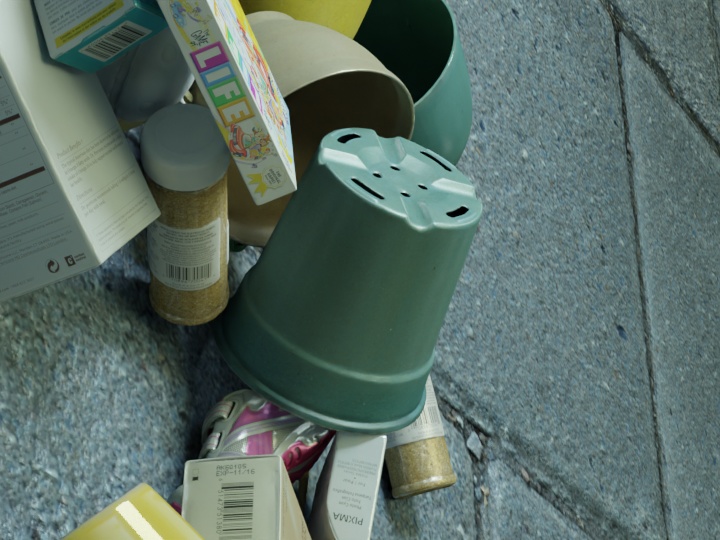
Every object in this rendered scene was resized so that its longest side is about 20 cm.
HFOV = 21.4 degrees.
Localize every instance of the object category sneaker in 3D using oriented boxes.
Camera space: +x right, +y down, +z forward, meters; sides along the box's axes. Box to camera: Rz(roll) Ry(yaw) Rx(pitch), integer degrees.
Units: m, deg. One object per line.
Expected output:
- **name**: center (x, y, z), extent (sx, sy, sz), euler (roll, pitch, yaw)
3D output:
- **sneaker**: center (-0.104, 0.154, 1.596), extent (0.088, 0.082, 0.200), euler (42, 37, 12)

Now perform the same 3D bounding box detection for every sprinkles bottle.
- **sprinkles bottle**: center (0.040, 0.123, 1.899), extent (0.068, 0.068, 0.202), euler (2, 72, -63)
- **sprinkles bottle**: center (-0.139, -0.041, 1.528), extent (0.201, 0.068, 0.069), euler (95, 0, -51)

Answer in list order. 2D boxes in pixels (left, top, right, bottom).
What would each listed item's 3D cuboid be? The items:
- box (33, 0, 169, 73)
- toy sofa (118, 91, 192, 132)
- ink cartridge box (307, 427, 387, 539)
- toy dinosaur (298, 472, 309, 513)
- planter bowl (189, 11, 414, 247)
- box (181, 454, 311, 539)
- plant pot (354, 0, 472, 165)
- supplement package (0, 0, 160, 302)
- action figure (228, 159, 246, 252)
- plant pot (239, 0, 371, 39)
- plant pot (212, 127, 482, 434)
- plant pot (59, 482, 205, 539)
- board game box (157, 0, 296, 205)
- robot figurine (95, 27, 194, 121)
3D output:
- **box**: center (-0.207, -0.252, 1.390), extent (0.049, 0.082, 0.201), euler (16, 51, -59)
- **toy sofa**: center (-0.194, -0.229, 1.650), extent (0.098, 0.082, 0.201), euler (47, 35, -41)
- **ink cartridge box**: center (-0.026, 0.252, 1.628), extent (0.160, 0.047, 0.201), euler (111, -7, -64)
- **toy dinosaur**: center (-0.061, 0.120, 1.714), extent (0.101, 0.058, 0.202), euler (30, 48, -55)
- **planter bowl**: center (-0.070, -0.139, 1.660), extent (0.200, 0.200, 0.135), euler (28, 23, -55)
- **box**: center (-0.083, 0.231, 1.497), extent (0.200, 0.077, 0.096), euler (75, 12, -58)
- **plant pot**: center (0.023, -0.167, 1.923), extent (0.161, 0.199, 0.202), euler (61, 25, -51)
- **supplement package**: center (-0.255, -0.095, 1.403), extent (0.201, 0.117, 0.117), euler (66, 25, -12)
- **action figure**: center (-0.111, -0.084, 1.753), extent (0.118, 0.054, 0.201), euler (54, 38, -34)
- **plant pot**: center (-0.072, -0.265, 1.824), extent (0.200, 0.199, 0.143), euler (-3, 96, -63)
- **plant pot**: center (0.000, 0.000, 1.615), extent (0.199, 0.197, 0.201), euler (19, 29, -11)
- **plant pot**: center (-0.150, 0.260, 1.321), extent (0.189, 0.200, 0.201), euler (54, 27, 2)
- **board game box**: center (-0.103, -0.166, 1.413), extent (0.135, 0.034, 0.201), euler (-98, 166, -59)
- **robot figurine**: center (-0.208, -0.190, 1.500), extent (0.199, 0.170, 0.113), euler (25, 39, -5)
